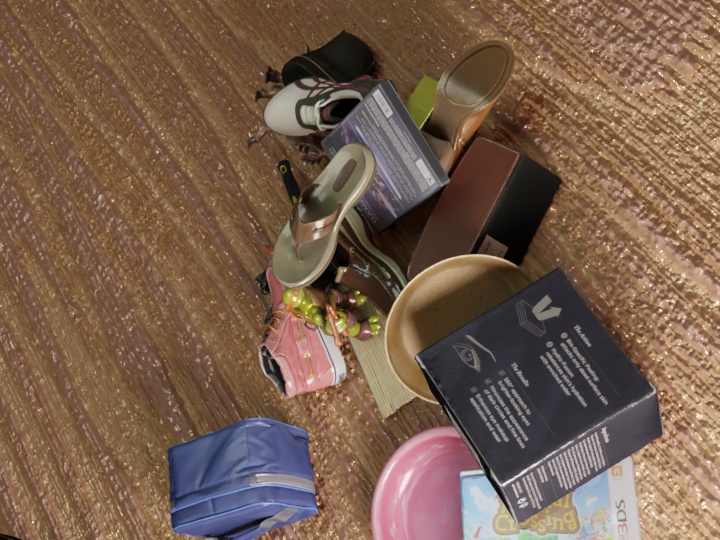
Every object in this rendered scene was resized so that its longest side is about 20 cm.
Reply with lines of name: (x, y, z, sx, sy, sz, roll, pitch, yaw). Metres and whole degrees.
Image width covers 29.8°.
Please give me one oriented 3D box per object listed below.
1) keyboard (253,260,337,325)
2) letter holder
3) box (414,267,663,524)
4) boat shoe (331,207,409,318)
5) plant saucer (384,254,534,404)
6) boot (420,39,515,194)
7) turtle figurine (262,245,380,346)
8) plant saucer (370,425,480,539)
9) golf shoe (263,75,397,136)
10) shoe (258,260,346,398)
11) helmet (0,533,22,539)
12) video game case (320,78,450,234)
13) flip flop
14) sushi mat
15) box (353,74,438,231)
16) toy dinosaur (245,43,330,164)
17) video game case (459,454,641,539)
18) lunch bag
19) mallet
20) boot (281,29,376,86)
keyboard: (-0.079, -0.007, 1.890, 0.127, 0.021, 0.201, 28, 91, 34)
letter holder: (0.133, -0.063, 1.694, 0.142, 0.100, 0.201, 30, 93, 42)
box: (0.201, 0.139, 1.515, 0.199, 0.118, 0.197, -31, 54, -3)
boat shoe: (-0.001, 0.004, 1.748, 0.203, 0.075, 0.075, 53, 149, 26)
plant saucer: (0.122, 0.066, 1.613, 0.200, 0.200, 0.035, -51, 24, 12)
boot: (0.129, -0.190, 1.716, 0.074, 0.155, 0.200, 37, 88, 14)
turtle figurine: (-0.046, 0.050, 1.732, 0.065, 0.161, 0.200, -55, 50, 15)
plant saucer: (0.106, 0.290, 1.622, 0.200, 0.051, 0.202, -14, 65, 34)
golf shoe: (-0.050, -0.216, 1.777, 0.199, 0.088, 0.078, -6, 104, 26)
shoe: (-0.101, 0.074, 1.805, 0.201, 0.091, 0.072, 62, 153, 21)
helmet: (-0.543, 0.476, 1.970, 0.199, 0.191, 0.201, 1, 69, -3)
video game case: (0.027, -0.136, 1.674, 0.143, 0.019, 0.200, 58, 154, 2)
flip flop: (-0.052, -0.071, 1.658, 0.081, 0.058, 0.200, 37, 97, 27)
sushi mat: (0.032, 0.090, 1.774, 0.096, 0.012, 0.201, -39, 55, 22)
box: (0.064, -0.155, 1.796, 0.050, 0.075, 0.200, 40, 101, 39)
toy dinosaur: (-0.079, -0.224, 1.923, 0.135, 0.086, 0.201, 16, 56, 7)
video game case: (0.213, 0.305, 1.509, 0.199, 0.022, 0.183, -8, 68, 15)
lunch bag: (-0.162, 0.289, 1.773, 0.199, 0.136, 0.133, -24, 61, 30)
mallet: (-0.071, -0.078, 1.874, 0.066, 0.041, 0.201, -28, 60, 24)
boot: (0.006, -0.248, 1.878, 0.200, 0.138, 0.077, 45, 139, 2)
